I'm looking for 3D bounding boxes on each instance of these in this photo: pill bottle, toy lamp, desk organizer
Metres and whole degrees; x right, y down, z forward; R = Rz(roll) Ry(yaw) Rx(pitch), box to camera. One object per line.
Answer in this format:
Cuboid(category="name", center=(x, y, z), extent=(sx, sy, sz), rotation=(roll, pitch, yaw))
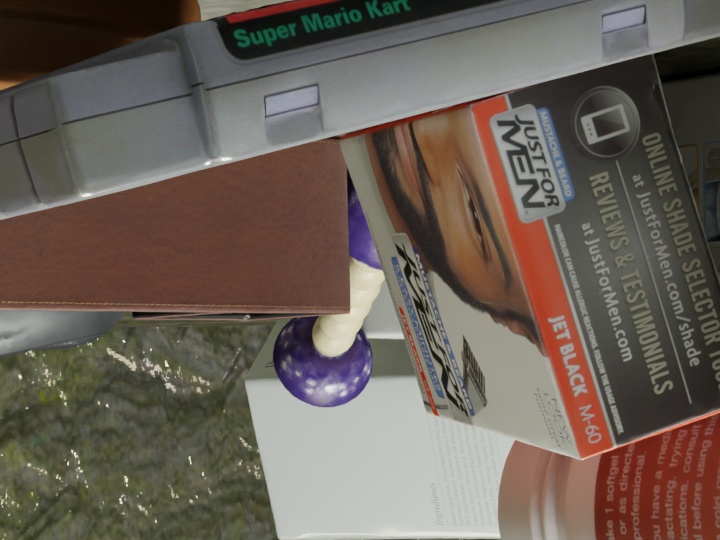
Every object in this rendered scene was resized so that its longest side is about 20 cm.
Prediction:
Cuboid(category="pill bottle", center=(0.142, 0.082, 0.733), extent=(0.111, 0.113, 0.199), rotation=(1, 175, -38))
Cuboid(category="toy lamp", center=(0.000, 0.000, 0.988), extent=(0.058, 0.059, 0.200), rotation=(-1, 152, -15))
Cuboid(category="desk organizer", center=(-0.094, -0.021, 0.860), extent=(0.071, 0.078, 0.199), rotation=(-5, 175, 44))

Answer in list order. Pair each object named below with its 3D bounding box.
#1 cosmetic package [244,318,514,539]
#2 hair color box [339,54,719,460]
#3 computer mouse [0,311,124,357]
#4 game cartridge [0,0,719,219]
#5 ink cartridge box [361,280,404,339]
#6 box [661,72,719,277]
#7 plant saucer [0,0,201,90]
Cuboid(category="cosmetic package", center=(0.055, 0.065, 1.357), extent=(0.198, 0.124, 0.200), rotation=(-4, -153, 18))
Cuboid(category="hair color box", center=(0.054, -0.006, 0.720), extent=(0.063, 0.112, 0.200), rotation=(-19, -177, -12))
Cuboid(category="computer mouse", center=(-0.157, 0.000, 0.884), extent=(0.199, 0.140, 0.052), rotation=(-12, -171, -43))
Cuboid(category="game cartridge", center=(-0.012, -0.047, 0.528), extent=(0.199, 0.039, 0.129), rotation=(-17, -179, -34))
Cuboid(category="ink cartridge box", center=(0.095, -0.006, 1.137), extent=(0.145, 0.087, 0.199), rotation=(-2, 179, 38))
Cuboid(category="box", center=(0.171, -0.020, 0.802), extent=(0.112, 0.103, 0.199), rotation=(2, 175, -40))
Cuboid(category="plant saucer", center=(-0.143, -0.058, 0.607), extent=(0.198, 0.033, 0.200), rotation=(-2, 177, 0))
